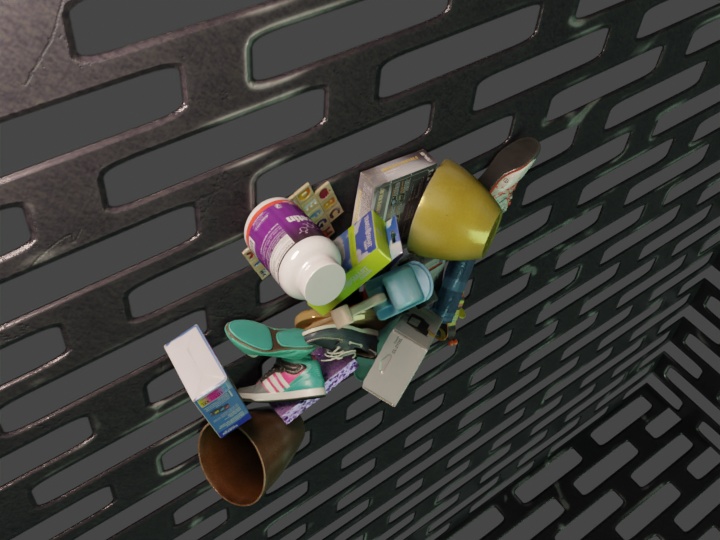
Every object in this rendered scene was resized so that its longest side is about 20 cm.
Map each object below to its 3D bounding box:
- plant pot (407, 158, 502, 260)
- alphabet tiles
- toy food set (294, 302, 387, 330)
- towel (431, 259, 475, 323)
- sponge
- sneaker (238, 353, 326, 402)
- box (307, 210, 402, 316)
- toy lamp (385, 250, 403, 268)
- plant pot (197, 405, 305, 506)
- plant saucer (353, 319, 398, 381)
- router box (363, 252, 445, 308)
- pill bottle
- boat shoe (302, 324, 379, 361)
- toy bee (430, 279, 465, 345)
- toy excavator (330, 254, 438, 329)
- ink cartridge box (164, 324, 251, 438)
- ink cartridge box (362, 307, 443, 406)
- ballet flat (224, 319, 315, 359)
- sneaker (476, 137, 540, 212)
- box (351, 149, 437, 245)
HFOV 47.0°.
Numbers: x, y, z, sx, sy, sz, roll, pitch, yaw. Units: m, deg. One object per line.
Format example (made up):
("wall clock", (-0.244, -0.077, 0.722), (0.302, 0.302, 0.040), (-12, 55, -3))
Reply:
("plant pot", (0.197, -0.099, 1.634), (0.201, 0.140, 0.201), (-57, 164, -27))
("alphabet tiles", (-0.119, -0.071, 1.497), (0.199, 0.006, 0.167), (-40, 148, -8))
("toy food set", (-0.033, 0.108, 1.705), (0.197, 0.049, 0.198), (-16, 162, 2))
("towel", (0.213, 0.021, 1.879), (0.203, 0.048, 0.111), (-69, 164, 3))
("sponge", (-0.108, 0.234, 1.771), (0.199, 0.111, 0.030), (-37, 124, -12))
("sneaker", (-0.168, 0.207, 1.701), (0.196, 0.123, 0.084), (-7, 168, 15))
("box", (-0.016, -0.020, 1.516), (0.199, 0.123, 0.048), (-39, 122, 22))
("toy lamp", (0.000, 0.000, 1.676), (0.198, 0.058, 0.059), (-30, 147, -22))
("plant pot", (-0.212, 0.369, 1.770), (0.199, 0.186, 0.189), (-25, 147, -52))
("plant saucer", (0.054, 0.163, 1.856), (0.198, 0.036, 0.202), (-30, 146, -22))
("router box", (0.096, 0.046, 1.847), (0.198, 0.049, 0.181), (-29, 146, -24))
("pill bottle", (-0.105, -0.029, 1.361), (0.111, 0.200, 0.114), (-20, 132, -25))
("boat shoe", (-0.036, 0.145, 1.627), (0.074, 0.063, 0.199), (-15, 164, 34))
("toy bee", (0.210, 0.124, 2.021), (0.130, 0.109, 0.202), (-25, 144, -32))
("toy excavator", (0.045, 0.048, 1.566), (0.192, 0.101, 0.200), (-25, 175, 6))
("ink cartridge box", (-0.275, 0.213, 1.524), (0.076, 0.137, 0.201), (-30, 147, -12))
("ink cartridge box", (0.089, 0.168, 1.704), (0.147, 0.082, 0.200), (-62, 174, 20))
("ballet flat", (-0.180, 0.143, 1.598), (0.197, 0.068, 0.071), (10, 137, -33))
("sneaker", (0.318, -0.197, 1.806), (0.201, 0.067, 0.108), (-44, 150, 6))
("box", (0.060, -0.122, 1.606), (0.157, 0.048, 0.202), (-24, 143, -30))
